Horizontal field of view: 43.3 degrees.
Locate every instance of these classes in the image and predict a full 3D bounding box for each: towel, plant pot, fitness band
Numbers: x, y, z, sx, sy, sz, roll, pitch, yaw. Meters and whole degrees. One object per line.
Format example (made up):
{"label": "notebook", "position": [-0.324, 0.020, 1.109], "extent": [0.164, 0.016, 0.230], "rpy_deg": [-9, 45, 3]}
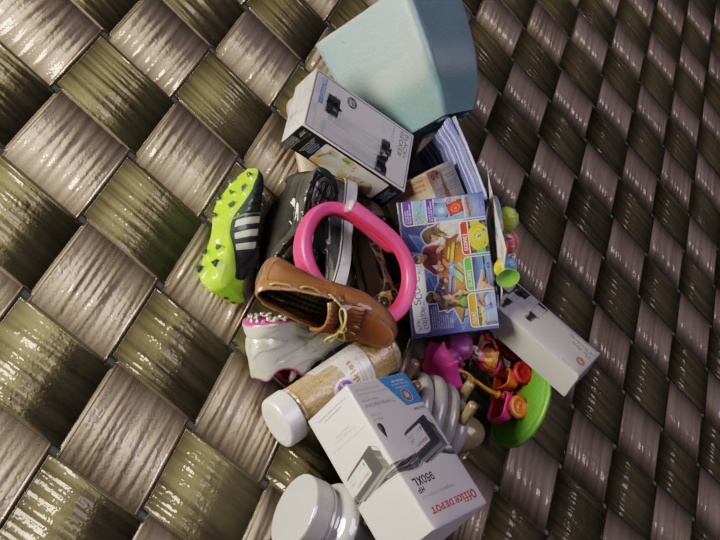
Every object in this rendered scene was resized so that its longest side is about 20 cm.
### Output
{"label": "towel", "position": [0.148, -0.157, 1.485], "extent": [0.023, 0.200, 0.148], "rpy_deg": [-22, 86, -12]}
{"label": "plant pot", "position": [0.082, -0.324, 1.482], "extent": [0.195, 0.194, 0.204], "rpy_deg": [-23, 90, -55]}
{"label": "fitness band", "position": [-0.004, -0.008, 1.250], "extent": [0.198, 0.037, 0.146], "rpy_deg": [35, 61, -24]}

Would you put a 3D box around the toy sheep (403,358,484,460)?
{"label": "toy sheep", "position": [0.085, 0.204, 1.277], "extent": [0.196, 0.138, 0.140], "rpy_deg": [23, 53, -9]}

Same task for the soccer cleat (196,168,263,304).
{"label": "soccer cleat", "position": [-0.165, -0.048, 1.227], "extent": [0.081, 0.066, 0.203], "rpy_deg": [46, 44, -39]}

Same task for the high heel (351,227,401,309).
{"label": "high heel", "position": [0.000, 0.000, 1.338], "extent": [0.143, 0.071, 0.201], "rpy_deg": [50, 31, -16]}

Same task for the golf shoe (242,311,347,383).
{"label": "golf shoe", "position": [-0.080, 0.102, 1.230], "extent": [0.197, 0.074, 0.094], "rpy_deg": [1, 91, -44]}

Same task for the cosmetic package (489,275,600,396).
{"label": "cosmetic package", "position": [0.262, 0.092, 1.383], "extent": [0.199, 0.051, 0.082], "rpy_deg": [42, 45, 17]}

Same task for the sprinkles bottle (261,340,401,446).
{"label": "sprinkles bottle", "position": [-0.036, 0.151, 1.200], "extent": [0.198, 0.068, 0.069], "rpy_deg": [-32, 91, -30]}

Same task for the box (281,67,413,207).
{"label": "box", "position": [-0.015, -0.200, 1.380], "extent": [0.198, 0.060, 0.119], "rpy_deg": [31, 53, -27]}

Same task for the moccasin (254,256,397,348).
{"label": "moccasin", "position": [-0.043, 0.052, 1.163], "extent": [0.199, 0.074, 0.079], "rpy_deg": [30, 35, -18]}

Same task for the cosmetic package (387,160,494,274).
{"label": "cosmetic package", "position": [0.127, -0.057, 1.446], "extent": [0.087, 0.102, 0.204], "rpy_deg": [-29, 97, -48]}

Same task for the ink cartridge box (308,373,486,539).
{"label": "ink cartridge box", "position": [0.048, 0.240, 1.130], "extent": [0.143, 0.084, 0.202], "rpy_deg": [-1, 53, -56]}

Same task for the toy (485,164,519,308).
{"label": "toy", "position": [0.220, -0.055, 1.383], "extent": [0.046, 0.117, 0.203], "rpy_deg": [0, 43, 3]}

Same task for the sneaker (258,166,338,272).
{"label": "sneaker", "position": [-0.100, -0.049, 1.275], "extent": [0.076, 0.090, 0.203], "rpy_deg": [38, 68, -40]}

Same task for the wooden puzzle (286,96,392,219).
{"label": "wooden puzzle", "position": [-0.017, -0.180, 1.440], "extent": [0.197, 0.037, 0.189], "rpy_deg": [3, 68, -42]}

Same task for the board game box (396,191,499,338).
{"label": "board game box", "position": [0.129, -0.007, 1.353], "extent": [0.034, 0.132, 0.205], "rpy_deg": [40, 44, -83]}

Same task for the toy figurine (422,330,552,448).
{"label": "toy figurine", "position": [0.182, 0.145, 1.395], "extent": [0.181, 0.150, 0.204], "rpy_deg": [24, 63, -20]}

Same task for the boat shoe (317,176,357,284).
{"label": "boat shoe", "position": [-0.049, -0.041, 1.320], "extent": [0.062, 0.071, 0.205], "rpy_deg": [12, 68, -16]}

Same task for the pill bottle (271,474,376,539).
{"label": "pill bottle", "position": [-0.007, 0.338, 1.136], "extent": [0.198, 0.113, 0.116], "rpy_deg": [31, 51, -26]}
